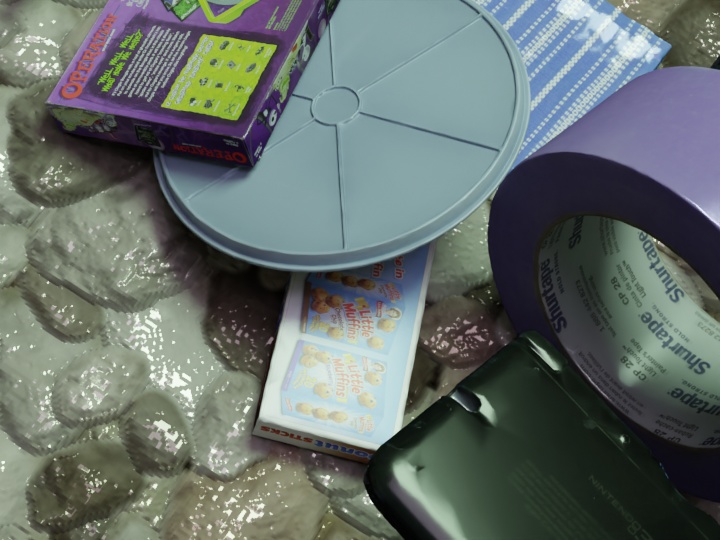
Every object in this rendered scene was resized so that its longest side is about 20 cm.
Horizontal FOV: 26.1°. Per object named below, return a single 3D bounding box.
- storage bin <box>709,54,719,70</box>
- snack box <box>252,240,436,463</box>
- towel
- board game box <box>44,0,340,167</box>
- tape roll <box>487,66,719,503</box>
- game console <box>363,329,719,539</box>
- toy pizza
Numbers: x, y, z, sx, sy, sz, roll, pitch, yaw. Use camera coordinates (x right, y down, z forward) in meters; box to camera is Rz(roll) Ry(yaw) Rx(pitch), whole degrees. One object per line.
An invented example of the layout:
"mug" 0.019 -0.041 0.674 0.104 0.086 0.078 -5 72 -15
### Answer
"storage bin" 0.270 -0.088 0.826 0.135 0.200 0.094 16 61 -6
"snack box" 0.000 0.000 0.815 0.072 0.024 0.200 15 62 -6
"towel" 0.068 -0.147 0.906 0.200 0.024 0.145 39 63 7
"board game box" -0.073 -0.148 0.842 0.120 0.032 0.200 15 60 18
"tape roll" 0.162 0.009 0.753 0.085 0.200 0.200 -37 78 -26
"game console" 0.106 0.138 0.705 0.200 0.116 0.176 46 54 13
"toy pizza" -0.010 -0.077 0.816 0.200 0.032 0.200 -6 54 8
